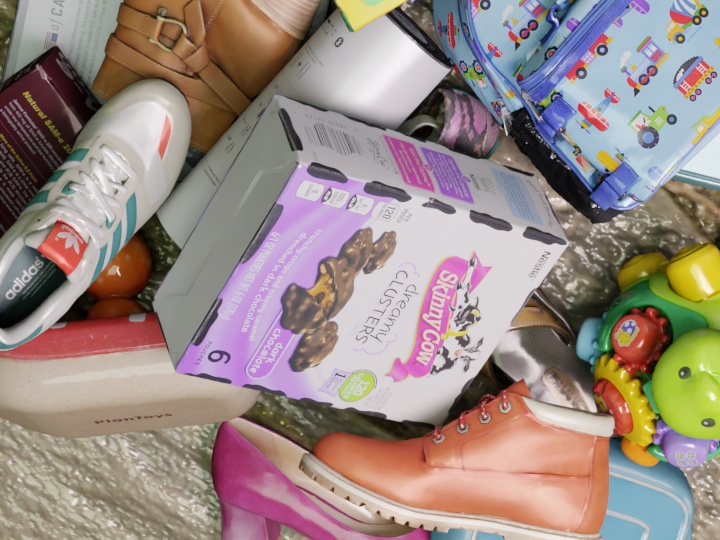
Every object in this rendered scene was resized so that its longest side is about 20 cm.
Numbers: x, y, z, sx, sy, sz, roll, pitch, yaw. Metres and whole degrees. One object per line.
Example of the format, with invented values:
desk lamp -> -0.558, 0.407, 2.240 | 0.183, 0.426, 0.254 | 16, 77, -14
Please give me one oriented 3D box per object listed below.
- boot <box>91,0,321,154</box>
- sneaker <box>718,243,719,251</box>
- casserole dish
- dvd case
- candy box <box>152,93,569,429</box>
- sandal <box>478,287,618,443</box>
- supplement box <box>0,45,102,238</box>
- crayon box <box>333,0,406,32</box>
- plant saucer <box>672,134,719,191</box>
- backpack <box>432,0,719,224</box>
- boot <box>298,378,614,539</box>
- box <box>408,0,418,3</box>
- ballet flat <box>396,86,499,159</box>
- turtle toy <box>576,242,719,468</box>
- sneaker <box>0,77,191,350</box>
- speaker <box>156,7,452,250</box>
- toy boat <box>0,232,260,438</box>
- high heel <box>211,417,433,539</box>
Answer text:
boot -> -0.130, -0.181, 1.452 | 0.199, 0.077, 0.156 | 32, 107, -13
sneaker -> 0.283, 0.066, 1.503 | 0.075, 0.091, 0.201 | -20, 104, 1
casserole dish -> 0.140, 0.168, 1.527 | 0.199, 0.039, 0.122 | 18, 97, -20
dvd case -> -0.130, -0.138, 1.505 | 0.198, 0.025, 0.152 | 15, 104, 0
candy box -> 0.000, 0.000, 1.414 | 0.199, 0.072, 0.168 | 14, 124, -30
sandal -> 0.099, 0.052, 1.526 | 0.082, 0.055, 0.200 | -42, 99, 11
supplement box -> -0.248, -0.043, 1.495 | 0.199, 0.061, 0.109 | -33, 104, 14
crayon box -> 0.050, -0.242, 1.345 | 0.199, 0.058, 0.119 | -29, 101, 8
plant saucer -> 0.226, -0.088, 1.505 | 0.198, 0.019, 0.071 | 14, 104, -2
backpack -> 0.148, -0.155, 1.423 | 0.182, 0.135, 0.200 | -42, 89, -1
boot -> 0.064, 0.114, 1.449 | 0.198, 0.075, 0.108 | 12, 95, -6
box -> -0.008, -0.283, 1.421 | 0.199, 0.104, 0.149 | 31, 103, -5
ballet flat -> 0.006, -0.041, 1.496 | 0.071, 0.069, 0.200 | 35, 101, -31
turtle toy -> 0.205, 0.066, 1.457 | 0.101, 0.200, 0.147 | -27, 94, -17
sneaker -> -0.168, -0.029, 1.405 | 0.070, 0.093, 0.200 | 41, 88, -15
speaker -> -0.038, -0.082, 1.448 | 0.081, 0.081, 0.200 | 41, 101, -8
toy boat -> -0.163, 0.034, 1.515 | 0.198, 0.131, 0.132 | -6, 74, 3
high heel -> -0.003, 0.149, 1.552 | 0.198, 0.067, 0.097 | 6, 113, 14
